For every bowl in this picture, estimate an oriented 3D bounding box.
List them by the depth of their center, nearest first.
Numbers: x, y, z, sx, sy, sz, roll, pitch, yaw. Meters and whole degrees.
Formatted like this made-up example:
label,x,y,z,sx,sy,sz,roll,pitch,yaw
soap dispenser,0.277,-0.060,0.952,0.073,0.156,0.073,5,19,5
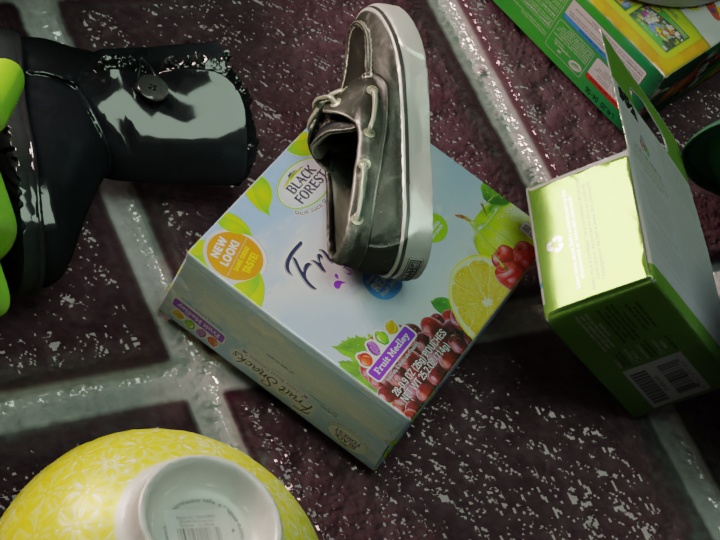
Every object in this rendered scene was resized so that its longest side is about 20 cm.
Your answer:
label,x,y,z,sx,sy,sz,roll,pitch,yaw
bowl,-0.096,0.158,1.168,0.200,0.108,0.200,13,51,-16

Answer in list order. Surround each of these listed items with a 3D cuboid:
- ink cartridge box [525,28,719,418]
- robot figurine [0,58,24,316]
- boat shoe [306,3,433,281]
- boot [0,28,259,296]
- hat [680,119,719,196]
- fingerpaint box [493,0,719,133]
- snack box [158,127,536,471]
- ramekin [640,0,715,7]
label,x,y,z,sx,sy,sz,roll,pitch,yaw
ink cartridge box,0.167,-0.029,1.408,0.148,0.076,0.200,45,30,-48
robot figurine,-0.265,-0.059,1.232,0.175,0.116,0.200,-24,75,12
boat shoe,0.003,-0.087,1.336,0.064,0.071,0.200,9,52,-20
boot,-0.142,-0.069,1.335,0.168,0.076,0.200,2,49,-20
hat,0.316,0.000,1.472,0.200,0.166,0.176,2,69,2
fingerpaint box,0.188,-0.220,1.610,0.200,0.073,0.167,47,51,12
snack box,0.000,0.000,1.359,0.169,0.068,0.200,37,47,5
ramekin,0.216,-0.297,1.562,0.200,0.105,0.200,13,51,-17
